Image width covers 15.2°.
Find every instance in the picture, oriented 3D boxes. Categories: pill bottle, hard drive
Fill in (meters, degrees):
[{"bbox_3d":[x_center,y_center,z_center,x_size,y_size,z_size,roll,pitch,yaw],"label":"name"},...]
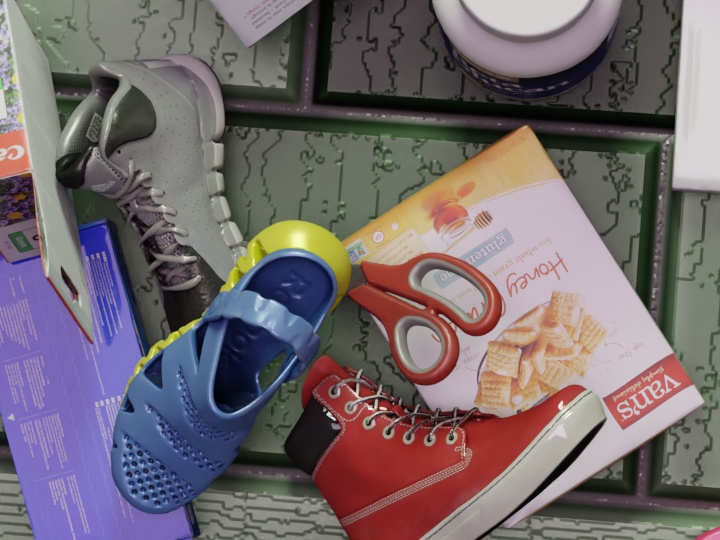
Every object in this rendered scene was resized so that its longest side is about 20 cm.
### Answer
[{"bbox_3d":[0.095,-0.162,1.550,0.111,0.200,0.111,0,87,4],"label":"pill bottle"},{"bbox_3d":[0.290,-0.108,1.622,0.199,0.026,0.132,4,88,4],"label":"hard drive"}]

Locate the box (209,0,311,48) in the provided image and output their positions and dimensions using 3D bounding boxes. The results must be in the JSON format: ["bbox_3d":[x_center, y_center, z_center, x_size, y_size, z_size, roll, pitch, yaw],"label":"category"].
[{"bbox_3d":[-0.044,-0.263,1.571,0.200,0.097,0.177,-38,124,5],"label":"box"}]

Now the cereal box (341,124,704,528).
[{"bbox_3d":[0.094,0.034,1.622,0.144,0.040,0.200,-33,86,4],"label":"cereal box"}]

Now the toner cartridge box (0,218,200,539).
[{"bbox_3d":[-0.169,0.078,1.636,0.095,0.043,0.200,-15,87,1],"label":"toner cartridge box"}]

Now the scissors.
[{"bbox_3d":[0.000,0.000,1.589,0.200,0.014,0.073,33,92,38],"label":"scissors"}]

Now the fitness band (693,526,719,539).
[{"bbox_3d":[0.240,0.248,1.605,0.143,0.037,0.201,1,86,4],"label":"fitness band"}]

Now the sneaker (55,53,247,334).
[{"bbox_3d":[-0.131,-0.031,1.597,0.075,0.115,0.200,-19,77,41],"label":"sneaker"}]

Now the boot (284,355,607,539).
[{"bbox_3d":[0.040,0.090,1.572,0.200,0.072,0.144,-41,80,37],"label":"boot"}]

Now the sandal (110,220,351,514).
[{"bbox_3d":[-0.081,0.063,1.550,0.079,0.087,0.200,30,111,-11],"label":"sandal"}]

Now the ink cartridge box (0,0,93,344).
[{"bbox_3d":[-0.204,-0.060,1.580,0.050,0.109,0.200,-13,65,4],"label":"ink cartridge box"}]
